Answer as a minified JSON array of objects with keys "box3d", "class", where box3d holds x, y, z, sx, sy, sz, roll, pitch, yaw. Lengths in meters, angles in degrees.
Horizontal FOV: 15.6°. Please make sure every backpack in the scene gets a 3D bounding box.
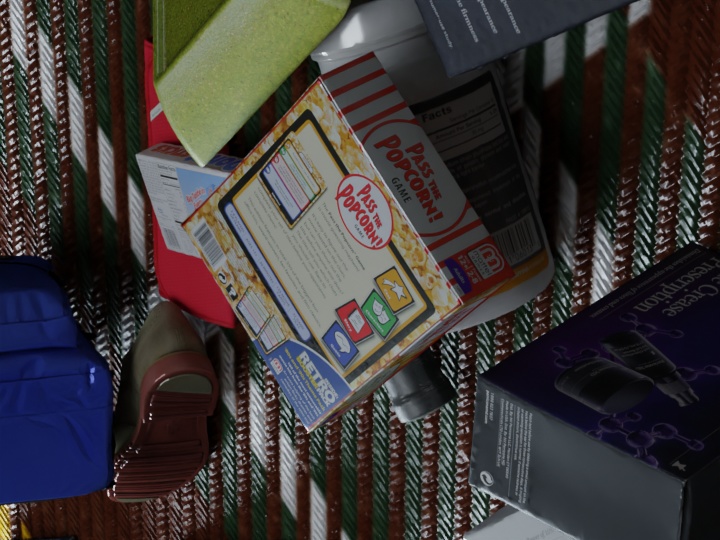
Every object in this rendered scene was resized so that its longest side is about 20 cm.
[{"box3d":[-0.263,0.072,1.908,0.200,0.161,0.169,-140,52,-69],"class":"backpack"}]

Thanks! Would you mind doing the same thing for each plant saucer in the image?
[{"box3d":[-0.075,-0.196,1.577,0.200,0.048,0.201,-42,43,49],"class":"plant saucer"}]

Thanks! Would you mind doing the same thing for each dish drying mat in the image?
[{"box3d":[-0.118,-0.058,1.808,0.077,0.018,0.201,23,127,35],"class":"dish drying mat"}]

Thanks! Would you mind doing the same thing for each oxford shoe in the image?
[{"box3d":[-0.146,0.099,1.906,0.200,0.070,0.075,117,144,-49],"class":"oxford shoe"}]

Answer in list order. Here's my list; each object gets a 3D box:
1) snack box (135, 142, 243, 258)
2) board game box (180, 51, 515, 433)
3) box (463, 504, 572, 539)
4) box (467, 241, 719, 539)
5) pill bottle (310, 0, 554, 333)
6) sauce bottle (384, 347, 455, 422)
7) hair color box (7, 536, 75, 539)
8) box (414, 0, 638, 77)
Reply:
[{"box3d":[-0.088,-0.039,1.713,0.200,0.024,0.072,15,125,61],"class":"snack box"},{"box3d":[-0.012,-0.012,1.523,0.152,0.046,0.200,58,144,7],"class":"board game box"},{"box3d":[0.175,0.211,1.596,0.124,0.097,0.201,-31,89,50],"class":"box"},{"box3d":[0.176,0.075,1.438,0.141,0.200,0.079,28,130,32],"class":"box"},{"box3d":[0.036,-0.071,1.566,0.116,0.116,0.201,-5,108,47],"class":"pill bottle"},{"box3d":[0.000,0.000,1.684,0.065,0.065,0.201,-19,98,49],"class":"sauce bottle"},{"box3d":[-0.244,0.318,2.121,0.100,0.060,0.201,-9,104,48],"class":"hair color box"},{"box3d":[0.112,-0.210,1.417,0.199,0.104,0.149,-17,99,49],"class":"box"}]
